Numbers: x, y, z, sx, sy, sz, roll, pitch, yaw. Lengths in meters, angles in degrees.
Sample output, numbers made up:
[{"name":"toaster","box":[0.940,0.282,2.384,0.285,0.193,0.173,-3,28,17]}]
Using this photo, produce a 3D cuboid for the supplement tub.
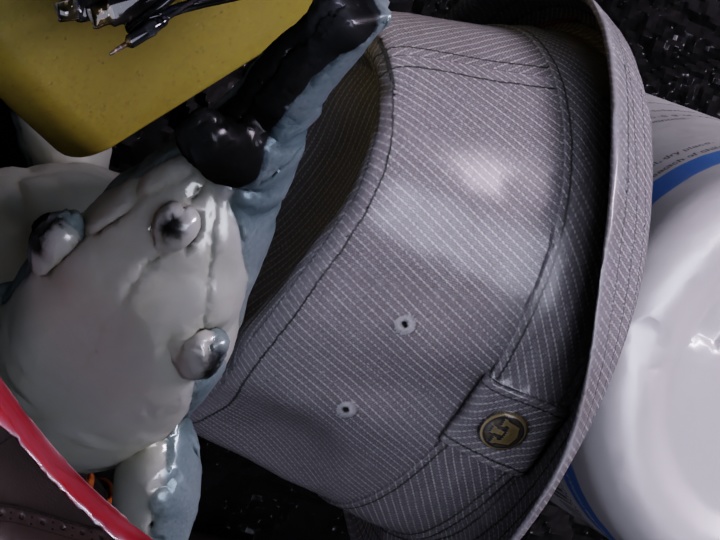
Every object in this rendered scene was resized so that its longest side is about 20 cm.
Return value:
[{"name":"supplement tub","box":[0.085,0.012,0.917,0.132,0.200,0.132,-6,107,-22]}]

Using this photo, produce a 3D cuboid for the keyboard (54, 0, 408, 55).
[{"name":"keyboard","box":[-0.052,-0.108,0.726,0.200,0.040,0.104,-15,108,-26]}]

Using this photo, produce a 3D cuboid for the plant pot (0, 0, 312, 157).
[{"name":"plant pot","box":[-0.080,-0.155,0.811,0.200,0.200,0.177,-33,127,-10]}]

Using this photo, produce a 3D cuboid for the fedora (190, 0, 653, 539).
[{"name":"fedora","box":[0.000,0.000,0.839,0.090,0.177,0.200,13,137,-25]}]

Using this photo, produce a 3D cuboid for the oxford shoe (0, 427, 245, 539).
[{"name":"oxford shoe","box":[-0.100,0.079,0.927,0.200,0.071,0.073,11,94,-26]}]

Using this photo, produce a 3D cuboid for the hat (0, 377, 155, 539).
[{"name":"hat","box":[-0.144,-0.043,0.719,0.176,0.165,0.201,7,92,-47]}]

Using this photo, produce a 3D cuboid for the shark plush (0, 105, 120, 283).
[{"name":"shark plush","box":[-0.075,0.015,0.942,0.083,0.091,0.200,-44,135,19]}]

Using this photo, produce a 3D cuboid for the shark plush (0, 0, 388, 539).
[{"name":"shark plush","box":[-0.056,-0.013,0.756,0.091,0.083,0.200,28,135,6]}]
